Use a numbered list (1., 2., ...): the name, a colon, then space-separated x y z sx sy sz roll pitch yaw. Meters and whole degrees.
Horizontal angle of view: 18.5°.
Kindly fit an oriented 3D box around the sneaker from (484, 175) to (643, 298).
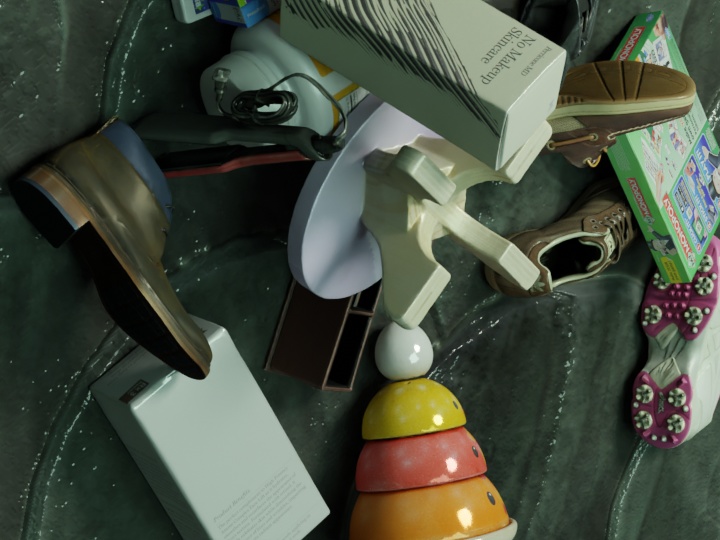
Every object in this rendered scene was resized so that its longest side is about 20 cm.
1. sneaker: 0.203 -0.022 1.924 0.200 0.075 0.071 -28 118 -29

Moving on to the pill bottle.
1. pill bottle: -0.022 -0.167 1.688 0.200 0.109 0.110 -35 121 -25

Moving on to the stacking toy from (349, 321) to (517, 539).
1. stacking toy: 0.046 0.141 1.831 0.146 0.146 0.201 -10 92 -36

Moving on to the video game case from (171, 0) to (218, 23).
1. video game case: -0.071 -0.287 1.678 0.200 0.018 0.144 -26 117 -30

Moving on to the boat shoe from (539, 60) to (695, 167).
1. boat shoe: 0.180 -0.122 1.833 0.199 0.072 0.072 -8 123 7

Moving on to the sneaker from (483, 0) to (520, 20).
1. sneaker: 0.098 -0.181 1.796 0.082 0.074 0.201 7 100 -82

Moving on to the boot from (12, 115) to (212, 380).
1. boot: -0.155 -0.019 1.626 0.200 0.075 0.097 51 61 -12

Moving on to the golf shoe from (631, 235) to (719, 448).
1. golf shoe: 0.304 0.062 2.039 0.091 0.075 0.201 0 105 -53

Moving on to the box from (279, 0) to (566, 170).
1. box: 0.042 -0.162 1.579 0.082 0.200 0.069 -47 159 -31

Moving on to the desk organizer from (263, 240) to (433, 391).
1. desk organizer: 0.000 0.000 1.771 0.072 0.077 0.201 17 92 -39

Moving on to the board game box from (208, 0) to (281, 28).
1. board game box: -0.044 -0.290 1.657 0.200 0.045 0.135 -36 121 -25

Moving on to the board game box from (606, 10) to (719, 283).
1. board game box: 0.267 -0.108 1.949 0.135 0.029 0.200 -56 130 -40

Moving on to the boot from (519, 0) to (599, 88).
1. boot: 0.159 -0.234 1.769 0.200 0.065 0.166 -44 137 -70

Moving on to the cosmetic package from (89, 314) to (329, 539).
1. cosmetic package: -0.115 0.141 1.724 0.102 0.074 0.200 -40 121 -22

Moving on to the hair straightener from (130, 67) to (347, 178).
1. hair straightener: -0.090 -0.107 1.599 0.041 0.199 0.077 -42 122 -41

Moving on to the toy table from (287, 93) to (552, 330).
1. toy table: 0.049 -0.051 1.654 0.184 0.117 0.201 25 93 -47
